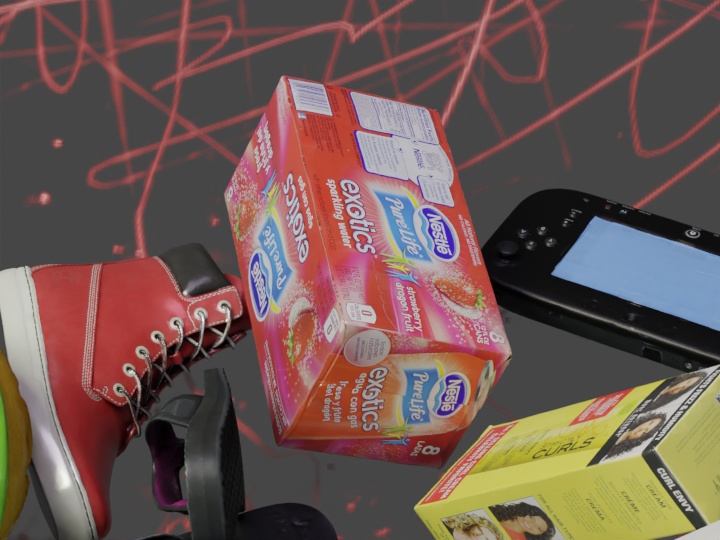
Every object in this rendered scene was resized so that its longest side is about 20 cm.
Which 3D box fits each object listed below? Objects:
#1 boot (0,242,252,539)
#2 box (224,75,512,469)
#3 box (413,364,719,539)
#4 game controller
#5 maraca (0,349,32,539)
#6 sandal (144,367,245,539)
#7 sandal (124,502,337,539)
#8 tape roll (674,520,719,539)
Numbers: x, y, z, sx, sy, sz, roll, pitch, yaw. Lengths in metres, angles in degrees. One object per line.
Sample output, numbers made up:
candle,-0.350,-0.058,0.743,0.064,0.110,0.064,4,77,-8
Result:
boot,-0.114,0.059,1.414,0.143,0.073,0.200,-9,41,-7
box,0.000,0.000,1.423,0.099,0.096,0.201,10,40,-23
box,0.113,0.098,1.282,0.075,0.050,0.200,-43,12,-32
game controller,0.166,0.008,1.459,0.199,0.042,0.104,19,49,21
maraca,-0.216,0.108,1.313,0.107,0.137,0.201,3,69,-42
sandal,-0.084,0.091,1.303,0.048,0.076,0.200,-5,4,1
sandal,-0.107,0.158,1.329,0.199,0.043,0.076,-22,47,-17
tape roll,0.205,0.196,1.154,0.139,0.203,0.203,-20,47,-16
